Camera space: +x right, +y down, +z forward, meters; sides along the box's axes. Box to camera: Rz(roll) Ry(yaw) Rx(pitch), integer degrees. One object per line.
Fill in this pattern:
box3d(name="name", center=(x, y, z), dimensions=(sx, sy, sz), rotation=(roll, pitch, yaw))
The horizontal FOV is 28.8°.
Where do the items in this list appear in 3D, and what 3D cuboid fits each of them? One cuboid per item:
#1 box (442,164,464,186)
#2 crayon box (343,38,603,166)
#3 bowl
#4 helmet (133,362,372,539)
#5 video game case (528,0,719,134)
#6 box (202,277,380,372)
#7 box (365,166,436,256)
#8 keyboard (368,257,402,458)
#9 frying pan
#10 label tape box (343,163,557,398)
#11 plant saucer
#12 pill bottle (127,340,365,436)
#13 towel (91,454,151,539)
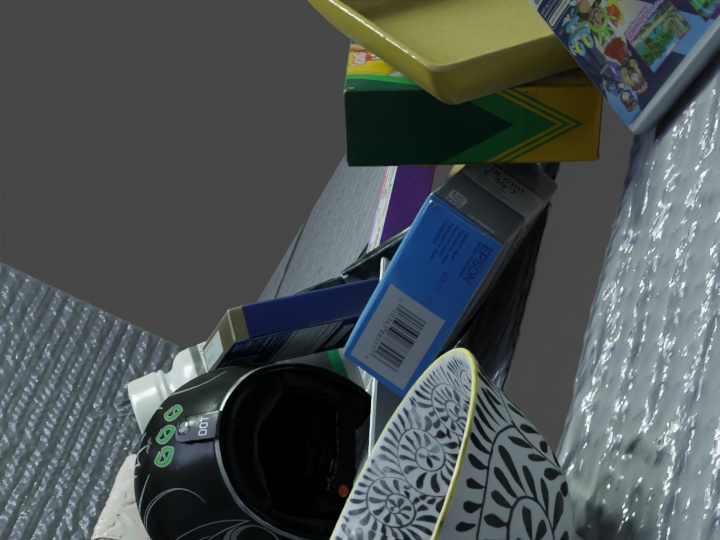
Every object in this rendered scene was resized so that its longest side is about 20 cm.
box3d(name="box", center=(0.100, -0.077, 1.267), dimensions=(0.201, 0.021, 0.164), rotation=(-62, 8, 25))
box3d(name="crayon box", center=(0.077, -0.129, 1.019), dimensions=(0.200, 0.172, 0.059), rotation=(-88, -5, -70))
box3d(name="bowl", center=(0.045, 0.147, 0.649), dimensions=(0.201, 0.094, 0.201), rotation=(-62, 7, 14))
box3d(name="helmet", center=(-0.085, 0.171, 1.137), dimensions=(0.191, 0.200, 0.201), rotation=(-37, 27, 52))
box3d(name="video game case", center=(0.158, -0.207, 0.794), dimensions=(0.023, 0.183, 0.200), rotation=(-21, -22, -36))
box3d(name="box", center=(-0.023, 0.041, 1.153), dimensions=(0.121, 0.199, 0.033), rotation=(133, 125, -67))
box3d(name="box", center=(0.028, -0.014, 1.331), dimensions=(0.137, 0.039, 0.201), rotation=(154, 129, -85))
box3d(name="keyboard", center=(0.026, 0.082, 1.031), dimensions=(0.011, 0.056, 0.201), rotation=(-23, 43, 29))
box3d(name="frying pan", center=(0.010, -0.006, 1.182), dimensions=(0.190, 0.031, 0.115), rotation=(-35, 4, -36))
box3d(name="label tape box", center=(0.077, -0.014, 1.017), dimensions=(0.145, 0.063, 0.200), rotation=(-61, -9, 30))
box3d(name="plant saucer", center=(0.081, -0.176, 0.957), dimensions=(0.200, 0.199, 0.049), rotation=(43, 145, 47))
box3d(name="pill bottle", center=(-0.103, 0.110, 1.281), dimensions=(0.199, 0.114, 0.113), rotation=(-22, 5, -5))
box3d(name="towel", center=(-0.140, 0.242, 1.262), dimensions=(0.200, 0.190, 0.032), rotation=(-98, 32, -78))
